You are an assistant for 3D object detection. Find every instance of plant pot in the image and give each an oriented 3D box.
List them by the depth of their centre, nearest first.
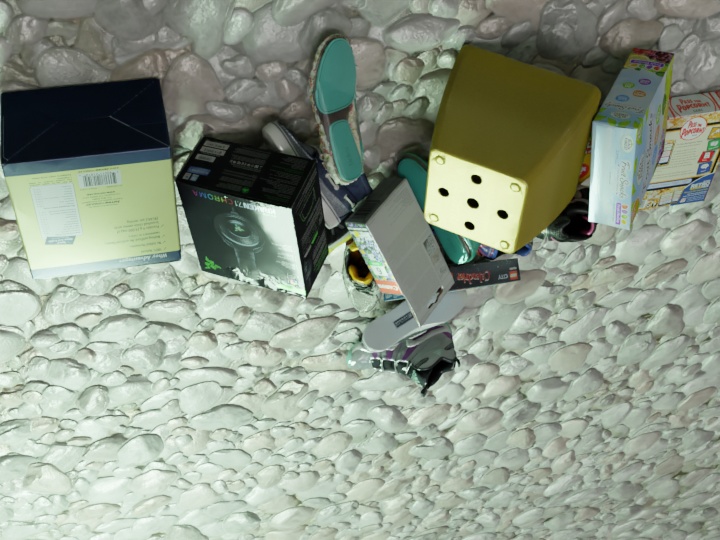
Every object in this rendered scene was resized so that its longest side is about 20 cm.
[{"bbox_3d":[0.183,-0.144,1.312,0.198,0.177,0.201,21,142,16],"label":"plant pot"}]

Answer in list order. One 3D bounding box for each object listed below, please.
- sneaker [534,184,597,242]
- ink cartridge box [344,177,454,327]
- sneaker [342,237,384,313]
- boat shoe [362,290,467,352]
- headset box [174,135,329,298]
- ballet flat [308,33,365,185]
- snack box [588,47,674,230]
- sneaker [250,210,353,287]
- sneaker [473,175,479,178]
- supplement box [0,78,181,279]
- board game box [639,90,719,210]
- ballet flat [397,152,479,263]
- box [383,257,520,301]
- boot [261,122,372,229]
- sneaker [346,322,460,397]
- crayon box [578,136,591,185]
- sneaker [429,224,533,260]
[{"bbox_3d":[0.320,-0.073,1.457,0.199,0.086,0.081,-20,119,-42],"label":"sneaker"},{"bbox_3d":[0.062,-0.026,1.472,0.050,0.109,0.201,6,134,44],"label":"ink cartridge box"},{"bbox_3d":[0.000,0.000,1.541,0.077,0.083,0.201,8,139,10],"label":"sneaker"},{"bbox_3d":[0.092,0.082,1.700,0.199,0.072,0.068,-31,175,-5],"label":"boat shoe"},{"bbox_3d":[-0.143,-0.067,1.354,0.172,0.093,0.201,14,143,15],"label":"headset box"},{"bbox_3d":[-0.039,-0.211,1.295,0.075,0.064,0.203,-16,116,-25],"label":"ballet flat"},{"bbox_3d":[0.379,-0.186,1.376,0.067,0.201,0.170,14,136,25],"label":"snack box"},{"bbox_3d":[-0.081,-0.032,1.502,0.199,0.079,0.090,-28,148,21],"label":"sneaker"},{"bbox_3d":[0.219,-0.096,1.502,0.198,0.080,0.077,18,85,-30],"label":"sneaker"},{"bbox_3d":[-0.337,-0.115,1.250,0.197,0.135,0.201,-7,140,-12],"label":"supplement box"},{"bbox_3d":[0.498,-0.185,1.556,0.149,0.047,0.201,-9,140,-11],"label":"board game box"},{"bbox_3d":[0.122,-0.105,1.482,0.067,0.071,0.201,-11,120,44],"label":"ballet flat"},{"bbox_3d":[0.145,0.016,1.605,0.197,0.038,0.137,-8,177,-13],"label":"box"},{"bbox_3d":[-0.059,-0.153,1.379,0.090,0.073,0.201,-41,136,-6],"label":"boot"},{"bbox_3d":[0.080,0.169,1.732,0.198,0.141,0.078,-19,141,1],"label":"sneaker"},{"bbox_3d":[0.278,-0.191,1.463,0.199,0.051,0.127,24,125,-39],"label":"crayon box"},{"bbox_3d":[0.191,-0.057,1.563,0.197,0.079,0.076,-5,139,-16],"label":"sneaker"}]
